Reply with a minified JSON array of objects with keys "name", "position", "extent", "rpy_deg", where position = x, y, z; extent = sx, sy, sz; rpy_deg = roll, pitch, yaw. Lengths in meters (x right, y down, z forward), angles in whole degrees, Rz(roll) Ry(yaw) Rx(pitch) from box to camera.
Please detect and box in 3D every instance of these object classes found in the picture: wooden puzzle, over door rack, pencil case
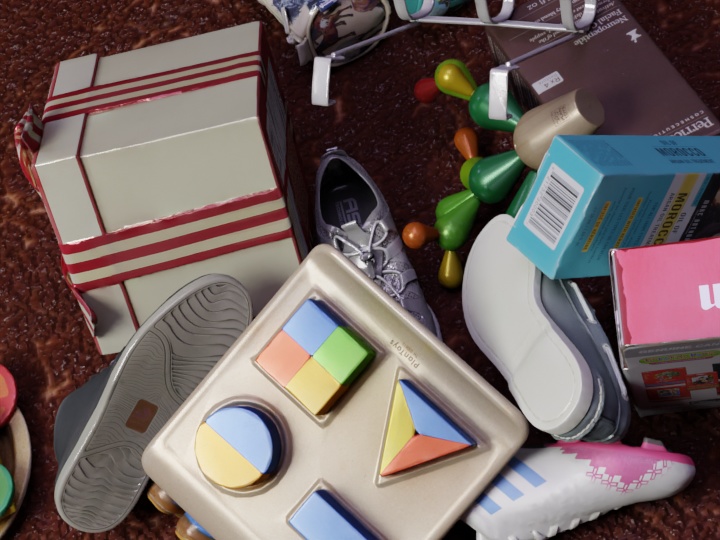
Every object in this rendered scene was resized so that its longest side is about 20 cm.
[{"name":"wooden puzzle","position":[-0.022,0.113,1.182],"extent":[0.185,0.046,0.200],"rpy_deg":[41,99,10]},{"name":"over door rack","position":[0.071,-0.175,1.317],"extent":[0.147,0.067,0.200],"rpy_deg":[7,30,25]},{"name":"pencil case","position":[-0.065,-0.249,1.535],"extent":[0.089,0.078,0.200],"rpy_deg":[-24,49,-27]}]

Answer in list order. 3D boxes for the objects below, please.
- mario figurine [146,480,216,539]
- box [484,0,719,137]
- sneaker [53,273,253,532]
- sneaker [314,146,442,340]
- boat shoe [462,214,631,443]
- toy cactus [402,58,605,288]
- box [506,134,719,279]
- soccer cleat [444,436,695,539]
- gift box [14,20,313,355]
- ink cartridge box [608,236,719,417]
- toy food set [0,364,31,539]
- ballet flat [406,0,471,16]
[{"name":"mario figurine","position":[-0.045,0.109,1.266],"extent":[0.123,0.106,0.200],"rpy_deg":[43,96,2]},{"name":"box","position":[0.181,-0.124,1.376],"extent":[0.100,0.075,0.200],"rpy_deg":[-28,54,-5]},{"name":"sneaker","position":[-0.154,0.074,1.278],"extent":[0.200,0.075,0.106],"rpy_deg":[-53,25,5]},{"name":"sneaker","position":[0.000,0.000,1.329],"extent":[0.074,0.082,0.201],"rpy_deg":[-23,55,0]},{"name":"boat shoe","position":[0.122,0.040,1.216],"extent":[0.073,0.062,0.200],"rpy_deg":[-52,34,23]},{"name":"toy cactus","position":[0.101,-0.081,1.327],"extent":[0.165,0.102,0.201],"rpy_deg":[-36,51,41]},{"name":"box","position":[0.192,-0.044,1.236],"extent":[0.199,0.083,0.049],"rpy_deg":[-4,37,-43]},{"name":"soccer cleat","position":[0.117,0.149,1.207],"extent":[0.199,0.070,0.087],"rpy_deg":[1,77,15]},{"name":"gift box","position":[-0.142,-0.059,1.325],"extent":[0.186,0.185,0.200],"rpy_deg":[-12,27,7]},{"name":"ink cartridge box","position":[0.263,0.024,1.168],"extent":[0.199,0.176,0.084],"rpy_deg":[-7,72,10]},{"name":"toy food set","position":[-0.330,0.147,1.342],"extent":[0.197,0.049,0.200],"rpy_deg":[-26,51,-3]},{"name":"ballet flat","position":[0.030,-0.272,1.542],"extent":[0.074,0.074,0.200],"rpy_deg":[-30,54,-6]}]
